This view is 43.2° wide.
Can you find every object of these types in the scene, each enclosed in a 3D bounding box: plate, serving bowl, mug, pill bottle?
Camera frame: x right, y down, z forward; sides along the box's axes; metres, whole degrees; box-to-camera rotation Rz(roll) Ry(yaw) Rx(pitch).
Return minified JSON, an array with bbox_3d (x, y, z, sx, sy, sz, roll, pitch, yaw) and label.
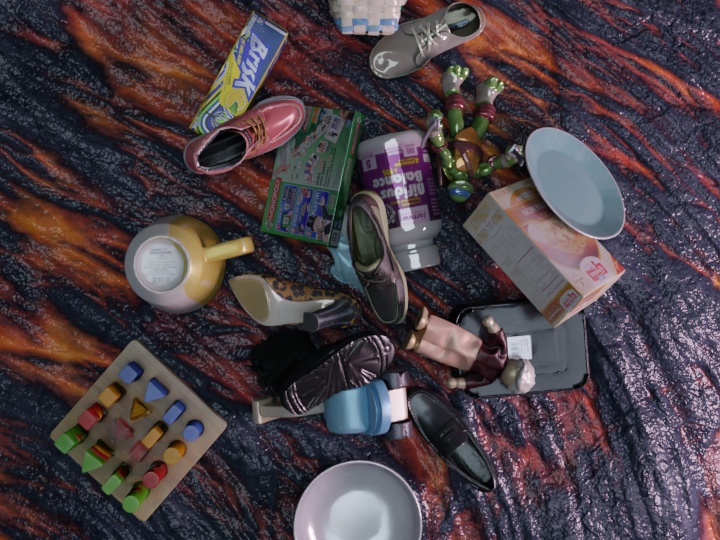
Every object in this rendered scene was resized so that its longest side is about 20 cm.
[{"bbox_3d":[0.320,-0.128,1.377,0.200,0.200,0.026,45,133,-3],"label":"plate"},{"bbox_3d":[-0.005,0.388,1.405,0.196,0.066,0.204,0,90,-3],"label":"serving bowl"},{"bbox_3d":[-0.268,-0.022,1.343,0.149,0.153,0.187,44,89,-2],"label":"mug"},{"bbox_3d":[0.063,-0.102,1.376,0.110,0.112,0.204,-12,91,-2],"label":"pill bottle"}]

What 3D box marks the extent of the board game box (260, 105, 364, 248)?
[{"bbox_3d":[-0.074,-0.145,1.376,0.133,0.029,0.204,13,91,34],"label":"board game box"}]

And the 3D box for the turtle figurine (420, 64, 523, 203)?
[{"bbox_3d":[0.171,-0.212,1.341,0.141,0.201,0.197,0,67,12],"label":"turtle figurine"}]

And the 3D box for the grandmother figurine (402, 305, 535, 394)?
[{"bbox_3d":[0.167,0.121,1.324,0.197,0.061,0.122,26,117,-5],"label":"grandmother figurine"}]

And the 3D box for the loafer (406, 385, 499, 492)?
[{"bbox_3d":[0.143,0.260,1.407,0.068,0.070,0.201,-42,92,-1],"label":"loafer"}]

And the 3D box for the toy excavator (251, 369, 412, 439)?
[{"bbox_3d":[-0.045,0.203,1.375,0.197,0.193,0.102,-4,92,-30],"label":"toy excavator"}]

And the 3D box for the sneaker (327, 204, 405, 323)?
[{"bbox_3d":[0.000,0.000,1.407,0.081,0.074,0.202,-25,97,28],"label":"sneaker"}]

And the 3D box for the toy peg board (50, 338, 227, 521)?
[{"bbox_3d":[-0.341,0.248,1.373,0.200,0.098,0.200,42,89,-3],"label":"toy peg board"}]

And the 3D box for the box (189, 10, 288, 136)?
[{"bbox_3d":[-0.184,-0.285,1.383,0.064,0.070,0.202,28,90,-7],"label":"box"}]

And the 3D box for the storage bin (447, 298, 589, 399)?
[{"bbox_3d":[0.240,0.116,1.398,0.196,0.094,0.138,-5,91,-3],"label":"storage bin"}]

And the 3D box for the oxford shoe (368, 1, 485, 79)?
[{"bbox_3d":[0.103,-0.359,1.401,0.197,0.058,0.076,-24,94,0],"label":"oxford shoe"}]

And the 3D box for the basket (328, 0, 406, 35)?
[{"bbox_3d":[0.007,-0.454,1.341,0.136,0.177,0.204,-7,110,-1],"label":"basket"}]

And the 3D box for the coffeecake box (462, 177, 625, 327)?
[{"bbox_3d":[0.270,-0.033,1.335,0.201,0.153,0.073,50,128,16],"label":"coffeecake box"}]

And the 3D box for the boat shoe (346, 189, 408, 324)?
[{"bbox_3d":[0.017,-0.012,1.319,0.071,0.066,0.205,-7,104,25],"label":"boat shoe"}]

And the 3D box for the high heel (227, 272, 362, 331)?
[{"bbox_3d":[-0.098,0.044,1.411,0.198,0.142,0.073,22,108,30],"label":"high heel"}]

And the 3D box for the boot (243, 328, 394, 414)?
[{"bbox_3d":[-0.065,0.130,1.354,0.196,0.162,0.074,-28,115,-15],"label":"boot"}]

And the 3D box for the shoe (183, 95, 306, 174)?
[{"bbox_3d":[-0.159,-0.193,1.316,0.198,0.091,0.072,-27,108,-13],"label":"shoe"}]
